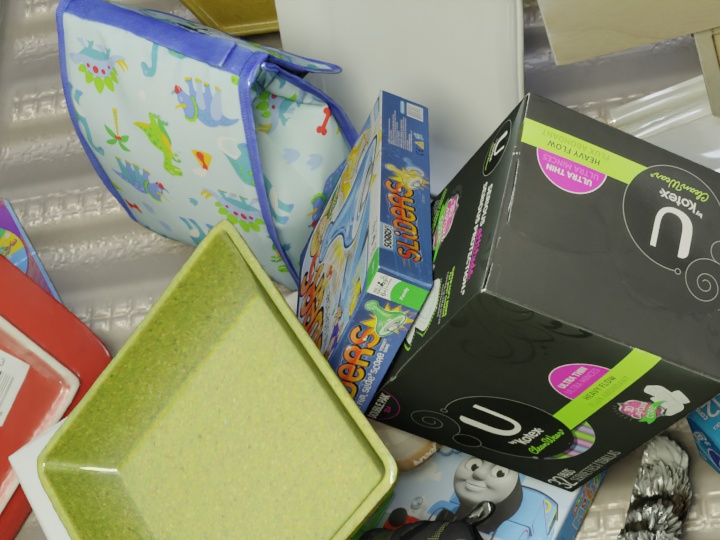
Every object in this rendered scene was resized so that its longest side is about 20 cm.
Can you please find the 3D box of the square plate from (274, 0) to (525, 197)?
[{"bbox_3d":[0.031,-0.135,1.304,0.197,0.201,0.028,22,50,29],"label":"square plate"}]

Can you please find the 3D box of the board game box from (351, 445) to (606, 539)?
[{"bbox_3d":[0.071,0.121,1.228,0.150,0.037,0.201,18,67,29],"label":"board game box"}]

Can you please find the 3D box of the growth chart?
[{"bbox_3d":[0.220,-0.041,1.239,0.144,0.018,0.201,-12,59,9],"label":"growth chart"}]

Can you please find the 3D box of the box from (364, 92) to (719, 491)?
[{"bbox_3d":[0.106,0.019,1.107,0.148,0.200,0.125,20,63,-11],"label":"box"}]

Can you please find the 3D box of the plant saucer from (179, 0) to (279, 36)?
[{"bbox_3d":[-0.073,-0.223,1.373,0.199,0.200,0.049,-4,62,30],"label":"plant saucer"}]

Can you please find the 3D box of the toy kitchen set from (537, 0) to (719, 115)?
[{"bbox_3d":[0.186,-0.222,1.241,0.162,0.201,0.181,-13,45,10],"label":"toy kitchen set"}]

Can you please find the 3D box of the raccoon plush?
[{"bbox_3d":[0.203,0.184,1.113,0.133,0.097,0.201,10,64,16],"label":"raccoon plush"}]

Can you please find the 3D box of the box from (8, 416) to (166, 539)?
[{"bbox_3d":[-0.114,0.185,1.205,0.097,0.125,0.200,-33,55,-2],"label":"box"}]

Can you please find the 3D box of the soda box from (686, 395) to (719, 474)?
[{"bbox_3d":[0.288,0.052,1.170,0.200,0.068,0.064,-40,55,-6],"label":"soda box"}]

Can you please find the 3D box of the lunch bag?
[{"bbox_3d":[-0.100,-0.100,1.324,0.169,0.200,0.128,20,69,30],"label":"lunch bag"}]

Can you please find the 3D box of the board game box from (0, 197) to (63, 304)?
[{"bbox_3d":[-0.305,0.022,1.423,0.157,0.039,0.200,-33,55,-1],"label":"board game box"}]

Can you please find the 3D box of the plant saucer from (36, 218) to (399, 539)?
[{"bbox_3d":[-0.072,0.111,1.093,0.200,0.048,0.200,-51,52,20],"label":"plant saucer"}]

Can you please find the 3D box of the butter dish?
[{"bbox_3d":[-0.297,0.079,1.311,0.147,0.200,0.200,15,68,47],"label":"butter dish"}]

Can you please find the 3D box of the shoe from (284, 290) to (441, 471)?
[{"bbox_3d":[-0.010,0.055,1.255,0.070,0.053,0.200,-47,36,-1],"label":"shoe"}]

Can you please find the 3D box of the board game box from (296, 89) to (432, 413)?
[{"bbox_3d":[0.000,0.000,1.174,0.034,0.136,0.201,20,31,-11],"label":"board game box"}]

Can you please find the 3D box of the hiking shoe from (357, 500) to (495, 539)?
[{"bbox_3d":[0.056,0.233,1.115,0.100,0.076,0.202,-22,73,27],"label":"hiking shoe"}]

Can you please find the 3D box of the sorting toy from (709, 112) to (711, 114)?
[{"bbox_3d":[0.240,-0.039,1.262,0.185,0.037,0.200,-38,55,-4],"label":"sorting toy"}]
